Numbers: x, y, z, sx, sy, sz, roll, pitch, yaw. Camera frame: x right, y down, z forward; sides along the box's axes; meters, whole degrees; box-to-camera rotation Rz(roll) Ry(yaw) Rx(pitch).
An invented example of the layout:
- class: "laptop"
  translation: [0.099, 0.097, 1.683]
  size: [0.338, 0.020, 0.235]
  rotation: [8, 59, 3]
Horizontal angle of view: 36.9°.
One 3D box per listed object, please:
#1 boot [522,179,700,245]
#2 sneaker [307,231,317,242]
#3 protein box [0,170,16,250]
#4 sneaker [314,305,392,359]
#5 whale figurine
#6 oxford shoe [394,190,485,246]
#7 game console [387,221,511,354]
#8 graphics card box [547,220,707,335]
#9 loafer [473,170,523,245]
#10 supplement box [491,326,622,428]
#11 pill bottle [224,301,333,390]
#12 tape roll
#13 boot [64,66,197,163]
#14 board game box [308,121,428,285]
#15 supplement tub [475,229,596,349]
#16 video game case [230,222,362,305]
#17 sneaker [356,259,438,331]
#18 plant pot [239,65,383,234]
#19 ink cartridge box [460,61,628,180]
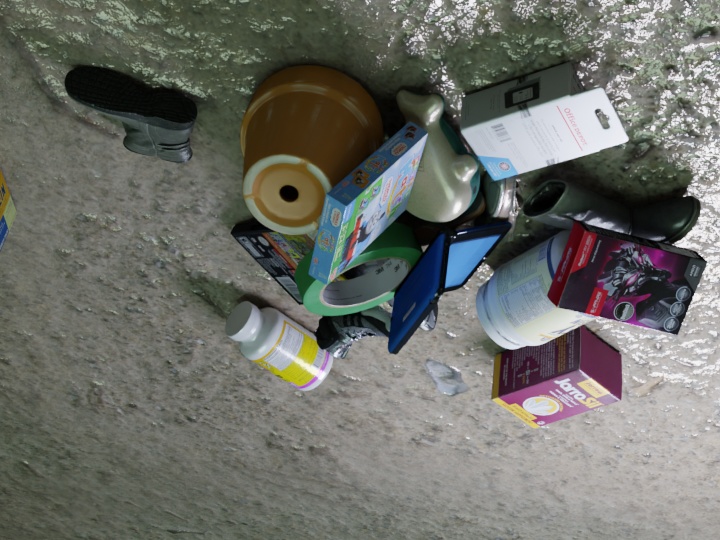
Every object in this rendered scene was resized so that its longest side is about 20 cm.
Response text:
- class: "boot"
  translation: [0.369, -0.091, 1.585]
  size: [0.200, 0.073, 0.182]
  rotation: [28, 141, -26]
- class: "sneaker"
  translation: [-0.080, -0.091, 1.625]
  size: [0.200, 0.085, 0.073]
  rotation: [18, 145, -9]
- class: "protein box"
  translation: [-0.691, -0.117, 1.740]
  size: [0.198, 0.135, 0.200]
  rotation: [8, 145, 3]
- class: "sneaker"
  translation: [-0.005, 0.106, 1.841]
  size: [0.075, 0.114, 0.200]
  rotation: [30, 178, -40]
- class: "whale figurine"
  translation: [0.107, -0.170, 1.537]
  size: [0.159, 0.104, 0.200]
  rotation: [13, 128, 37]
- class: "oxford shoe"
  translation: [0.126, -0.081, 1.670]
  size: [0.071, 0.071, 0.200]
  rotation: [29, 151, -33]
- class: "game console"
  translation: [0.134, 0.028, 1.625]
  size: [0.118, 0.171, 0.200]
  rotation: [17, 144, -11]
- class: "graphics card box"
  translation: [0.389, 0.012, 1.577]
  size: [0.200, 0.051, 0.126]
  rotation: [14, 108, -12]
- class: "loafer"
  translation: [0.216, -0.100, 1.630]
  size: [0.063, 0.072, 0.200]
  rotation: [-7, 152, -8]
- class: "supplement box"
  translation: [0.356, 0.195, 1.961]
  size: [0.131, 0.103, 0.200]
  rotation: [35, 136, -29]
- class: "pill bottle"
  translation: [-0.152, 0.136, 1.993]
  size: [0.104, 0.104, 0.200]
  rotation: [-25, 132, 38]
- class: "tape roll"
  translation: [0.000, 0.000, 1.652]
  size: [0.200, 0.048, 0.200]
  rotation: [-17, 156, -8]
- class: "boot"
  translation: [-0.340, -0.217, 1.589]
  size: [0.200, 0.068, 0.131]
  rotation: [17, 149, -9]
- class: "board game box"
  translation: [0.011, -0.091, 1.447]
  size: [0.037, 0.200, 0.151]
  rotation: [32, 139, 15]
- class: "supplement tub"
  translation: [0.295, 0.034, 1.718]
  size: [0.145, 0.145, 0.200]
  rotation: [30, 140, -26]
- class: "video game case"
  translation: [-0.093, -0.012, 1.791]
  size: [0.181, 0.026, 0.200]
  rotation: [-2, 140, 44]
- class: "sneaker"
  translation: [0.048, 0.032, 1.846]
  size: [0.115, 0.075, 0.200]
  rotation: [-6, 136, 33]
- class: "plant pot"
  translation: [-0.079, -0.150, 1.471]
  size: [0.200, 0.183, 0.200]
  rotation: [5, 126, 7]
- class: "ink cartridge box"
  translation: [0.249, -0.205, 1.463]
  size: [0.200, 0.067, 0.116]
  rotation: [-14, 138, 26]
